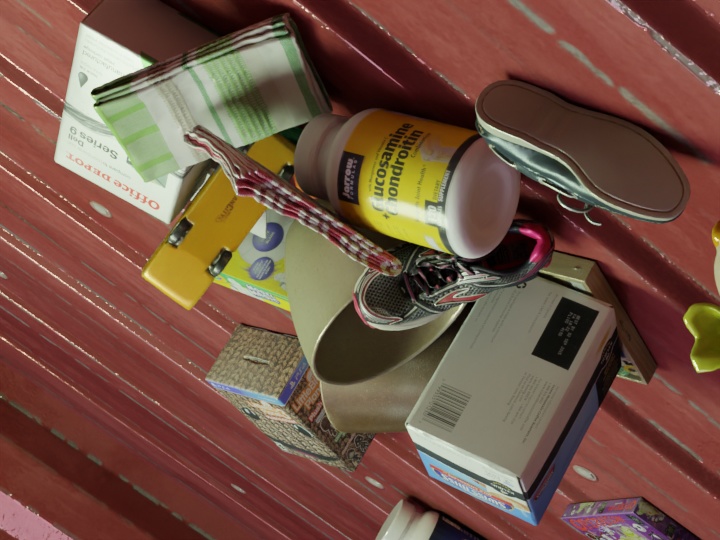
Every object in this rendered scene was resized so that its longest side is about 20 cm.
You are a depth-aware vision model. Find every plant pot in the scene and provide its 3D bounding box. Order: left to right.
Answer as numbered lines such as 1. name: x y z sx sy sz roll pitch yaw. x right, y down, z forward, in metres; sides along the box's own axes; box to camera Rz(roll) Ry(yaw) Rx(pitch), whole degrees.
1. plant pot: 0.082 0.099 1.890 0.198 0.188 0.187 6 151 24

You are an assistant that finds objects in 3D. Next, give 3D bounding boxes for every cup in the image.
1. cup: 0.000 0.000 1.761 0.144 0.199 0.201 53 172 28

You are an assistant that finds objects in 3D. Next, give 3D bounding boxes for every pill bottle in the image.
1. pill bottle: 0.039 -0.086 1.567 0.199 0.113 0.112 16 156 35
2. pill bottle: 0.127 0.458 2.736 0.199 0.116 0.116 31 161 -1

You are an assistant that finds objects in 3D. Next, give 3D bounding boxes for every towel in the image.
1. towel: -0.135 -0.153 1.593 0.149 0.198 0.031 63 -173 -55
2. towel: -0.065 -0.062 1.586 0.199 0.030 0.146 32 -176 -34

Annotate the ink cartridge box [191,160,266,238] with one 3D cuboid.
1. ink cartridge box: -0.172 -0.126 1.849 0.199 0.068 0.116 29 159 8

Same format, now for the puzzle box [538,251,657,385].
1. puzzle box: 0.213 0.042 1.748 0.132 0.026 0.200 16 155 39

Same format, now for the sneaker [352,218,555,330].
1. sneaker: 0.086 -0.005 1.606 0.075 0.199 0.081 56 -168 -85

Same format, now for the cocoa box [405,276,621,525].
1. cocoa box: 0.156 0.122 1.685 0.133 0.201 0.131 23 159 23

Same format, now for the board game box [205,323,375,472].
1. board game box: -0.091 0.181 2.421 0.159 0.097 0.200 10 151 46

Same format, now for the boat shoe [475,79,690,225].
1. boat shoe: 0.181 -0.089 1.409 0.199 0.075 0.062 25 158 21

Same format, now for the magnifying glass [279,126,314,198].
1. magnifying glass: -0.064 -0.129 1.755 0.079 0.022 0.200 26 160 16

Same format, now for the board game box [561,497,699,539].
1. board game box: 0.360 0.346 2.259 0.120 0.032 0.200 40 160 -9

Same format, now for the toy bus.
1. toy bus: -0.140 -0.058 1.737 0.065 0.201 0.078 36 -175 -8

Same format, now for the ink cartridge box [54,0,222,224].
1. ink cartridge box: -0.213 -0.163 1.703 0.145 0.084 0.201 29 138 5

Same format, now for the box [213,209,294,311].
1. box: -0.102 -0.028 1.907 0.199 0.118 0.048 18 159 35

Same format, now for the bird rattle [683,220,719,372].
1. bird rattle: 0.360 0.027 1.397 0.199 0.113 0.164 10 135 40
